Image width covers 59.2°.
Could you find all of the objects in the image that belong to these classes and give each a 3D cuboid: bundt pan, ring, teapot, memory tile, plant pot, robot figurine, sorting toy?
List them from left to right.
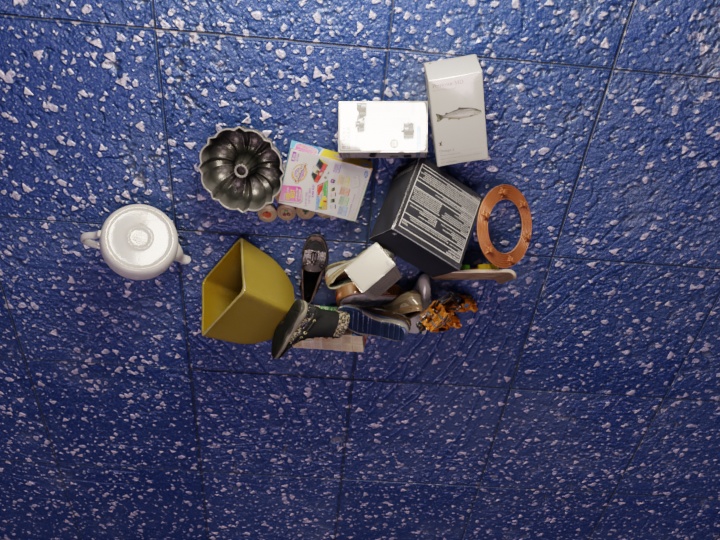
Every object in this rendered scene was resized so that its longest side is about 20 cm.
[{"bbox_3d":[-0.554,-0.061,1.575,0.201,0.197,0.146,52,155,-1],"label":"teapot"},{"bbox_3d":[-0.270,-0.242,1.471,0.200,0.076,0.204,2,117,3],"label":"bundt pan"},{"bbox_3d":[-0.279,0.077,1.653,0.199,0.196,0.194,27,123,-33],"label":"plant pot"},{"bbox_3d":[-0.166,-0.190,1.560,0.198,0.017,0.154,-4,126,3],"label":"memory tile"},{"bbox_3d":[0.232,0.115,1.690,0.145,0.058,0.199,-51,154,24],"label":"robot figurine"},{"bbox_3d":[0.283,0.004,1.628,0.198,0.185,0.037,4,84,-1],"label":"sorting toy"},{"bbox_3d":[0.355,-0.107,1.531,0.019,0.201,0.201,6,144,53],"label":"ring"}]

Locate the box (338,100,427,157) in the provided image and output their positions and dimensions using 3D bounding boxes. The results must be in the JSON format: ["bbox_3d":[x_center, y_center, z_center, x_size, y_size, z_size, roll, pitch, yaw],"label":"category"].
[{"bbox_3d":[0.049,-0.311,1.405,0.198,0.060,0.118,2,90,3],"label":"box"}]

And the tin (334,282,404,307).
[{"bbox_3d":[0.028,0.075,1.699,0.198,0.042,0.112,6,151,-26],"label":"tin"}]

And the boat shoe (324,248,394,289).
[{"bbox_3d":[0.000,0.000,1.665,0.199,0.069,0.075,-22,124,15],"label":"boat shoe"}]

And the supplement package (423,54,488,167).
[{"bbox_3d":[0.209,-0.348,1.381,0.116,0.118,0.201,-8,126,7],"label":"supplement package"}]

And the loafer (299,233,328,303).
[{"bbox_3d":[-0.124,0.001,1.670,0.071,0.063,0.201,8,126,-6],"label":"loafer"}]

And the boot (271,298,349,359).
[{"bbox_3d":[-0.131,0.164,1.626,0.153,0.074,0.204,13,129,-28],"label":"boot"}]

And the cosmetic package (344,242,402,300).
[{"bbox_3d":[0.035,0.007,1.528,0.103,0.200,0.073,-40,78,0],"label":"cosmetic package"}]

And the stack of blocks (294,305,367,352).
[{"bbox_3d":[-0.080,0.157,1.732,0.198,0.116,0.059,3,127,11],"label":"stack of blocks"}]

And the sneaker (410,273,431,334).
[{"bbox_3d":[0.151,0.095,1.736,0.080,0.077,0.201,7,125,4],"label":"sneaker"}]

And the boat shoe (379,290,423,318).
[{"bbox_3d":[0.088,0.124,1.699,0.071,0.065,0.200,14,143,-36],"label":"boat shoe"}]

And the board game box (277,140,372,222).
[{"bbox_3d":[-0.086,-0.210,1.510,0.198,0.040,0.154,14,125,-10],"label":"board game box"}]

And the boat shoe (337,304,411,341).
[{"bbox_3d":[0.037,0.129,1.652,0.198,0.072,0.073,18,121,16],"label":"boat shoe"}]

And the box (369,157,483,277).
[{"bbox_3d":[0.154,-0.121,1.482,0.199,0.200,0.123,30,158,-19],"label":"box"}]
